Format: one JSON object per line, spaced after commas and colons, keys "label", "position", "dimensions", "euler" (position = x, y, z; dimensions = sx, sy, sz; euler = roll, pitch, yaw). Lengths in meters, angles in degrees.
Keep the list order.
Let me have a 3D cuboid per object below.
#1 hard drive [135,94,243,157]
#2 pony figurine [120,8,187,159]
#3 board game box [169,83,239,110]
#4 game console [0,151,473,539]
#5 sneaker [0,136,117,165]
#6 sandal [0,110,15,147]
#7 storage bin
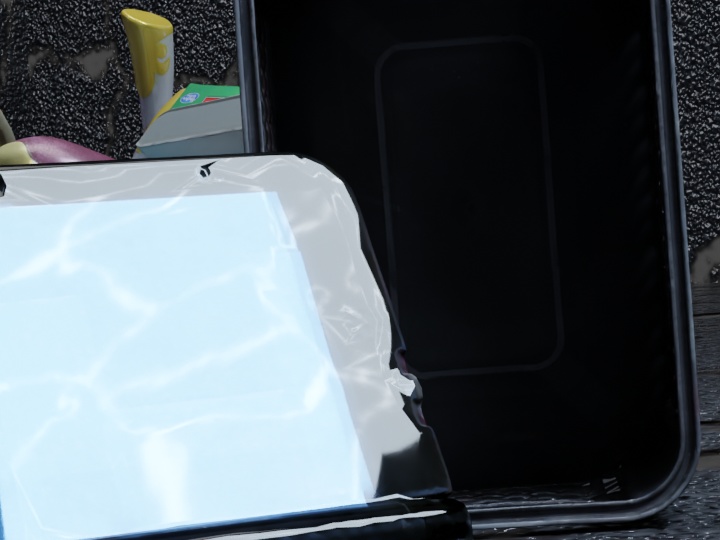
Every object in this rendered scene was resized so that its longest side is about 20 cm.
{"label": "hard drive", "position": [0.000, 0.000, 0.957], "dimensions": [0.026, 0.200, 0.132], "euler": [-53, 24, -21]}
{"label": "pony figurine", "position": [-0.075, -0.022, 1.106], "dimensions": [0.192, 0.201, 0.166], "euler": [4, 23, -42]}
{"label": "board game box", "position": [0.007, -0.008, 1.006], "dimensions": [0.134, 0.200, 0.029], "euler": [8, 55, 52]}
{"label": "game console", "position": [-0.055, 0.031, 0.456], "dimensions": [0.198, 0.120, 0.172], "euler": [-5, 1, -25]}
{"label": "sneaker", "position": [-0.055, -0.003, 0.791], "dimensions": [0.075, 0.091, 0.200], "euler": [-21, -48, 40]}
{"label": "sandal", "position": [-0.148, 0.012, 0.808], "dimensions": [0.054, 0.201, 0.080], "euler": [30, 49, 35]}
{"label": "storage bin", "position": [0.035, -0.021, 0.695], "dimensions": [0.134, 0.202, 0.094], "euler": [-4, 2, 3]}
